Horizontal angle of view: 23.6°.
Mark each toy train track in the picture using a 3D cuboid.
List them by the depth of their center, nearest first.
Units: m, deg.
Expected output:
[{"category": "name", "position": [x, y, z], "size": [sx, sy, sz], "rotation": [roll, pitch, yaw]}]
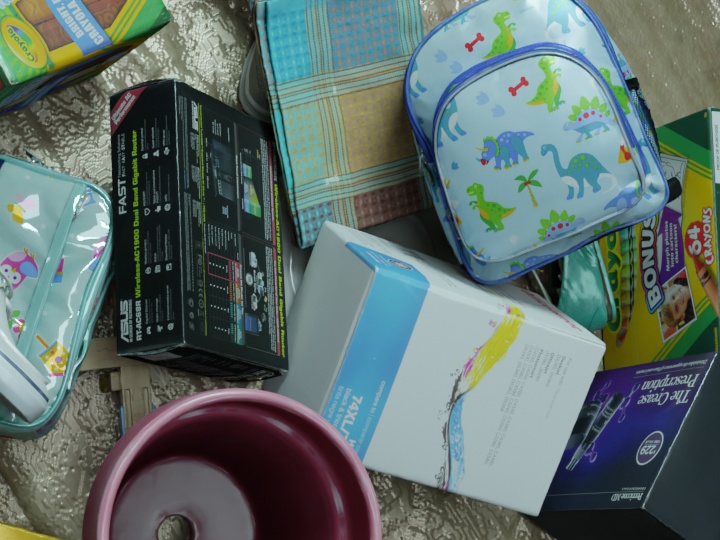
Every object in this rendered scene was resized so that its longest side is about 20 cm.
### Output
[{"category": "toy train track", "position": [-0.174, 0.105, 1.311], "size": [0.114, 0.032, 0.203], "rotation": [-3, 85, -25]}]

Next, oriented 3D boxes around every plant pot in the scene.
[{"category": "plant pot", "position": [-0.106, 0.187, 1.213], "size": [0.198, 0.179, 0.203], "rotation": [3, 82, -20]}]

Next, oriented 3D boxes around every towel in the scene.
[{"category": "towel", "position": [-0.005, -0.131, 1.349], "size": [0.145, 0.022, 0.202], "rotation": [-18, 108, -26]}]

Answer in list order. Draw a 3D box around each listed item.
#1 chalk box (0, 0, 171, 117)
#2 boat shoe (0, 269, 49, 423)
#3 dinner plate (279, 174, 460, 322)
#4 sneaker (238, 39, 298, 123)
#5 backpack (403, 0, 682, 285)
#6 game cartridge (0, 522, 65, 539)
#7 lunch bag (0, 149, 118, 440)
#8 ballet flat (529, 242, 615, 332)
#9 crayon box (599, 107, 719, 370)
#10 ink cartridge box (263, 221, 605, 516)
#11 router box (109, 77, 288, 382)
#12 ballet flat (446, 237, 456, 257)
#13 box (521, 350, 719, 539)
[{"category": "chalk box", "position": [-0.262, -0.182, 1.238], "size": [0.199, 0.123, 0.126], "rotation": [-32, 95, -42]}, {"category": "boat shoe", "position": [-0.269, 0.011, 1.166], "size": [0.067, 0.074, 0.200], "rotation": [-42, 86, -15]}, {"category": "dinner plate", "position": [0.000, 0.000, 1.402], "size": [0.198, 0.024, 0.203], "rotation": [3, 82, -22]}, {"category": "sneaker", "position": [-0.041, -0.219, 1.384], "size": [0.074, 0.082, 0.202], "rotation": [13, 78, -20]}, {"category": "backpack", "position": [0.126, -0.109, 1.299], "size": [0.181, 0.147, 0.202], "rotation": [-23, 93, 8]}, {"category": "game cartridge", "position": [-0.238, 0.297, 1.256], "size": [0.175, 0.032, 0.202], "rotation": [19, 74, -18]}, {"category": "lunch bag", "position": [-0.260, 0.014, 1.244], "size": [0.159, 0.077, 0.202], "rotation": [16, 76, 0]}, {"category": "ballet flat", "position": [0.164, -0.046, 1.454], "size": [0.070, 0.067, 0.202], "rotation": [-8, 83, -9]}, {"category": "crayon box", "position": [0.264, -0.016, 1.429], "size": [0.058, 0.172, 0.203], "rotation": [3, 81, -24]}, {"category": "ink cartridge box", "position": [0.054, 0.074, 1.321], "size": [0.198, 0.147, 0.147], "rotation": [18, 99, -20]}, {"category": "router box", "position": [-0.118, -0.026, 1.284], "size": [0.150, 0.062, 0.202], "rotation": [21, 62, -60]}, {"category": "ballet flat", "position": [0.118, -0.104, 1.413], "size": [0.070, 0.065, 0.202], "rotation": [24, 107, 14]}, {"category": "box", "position": [0.227, 0.150, 1.374], "size": [0.078, 0.200, 0.142], "rotation": [32, 71, -15]}]
